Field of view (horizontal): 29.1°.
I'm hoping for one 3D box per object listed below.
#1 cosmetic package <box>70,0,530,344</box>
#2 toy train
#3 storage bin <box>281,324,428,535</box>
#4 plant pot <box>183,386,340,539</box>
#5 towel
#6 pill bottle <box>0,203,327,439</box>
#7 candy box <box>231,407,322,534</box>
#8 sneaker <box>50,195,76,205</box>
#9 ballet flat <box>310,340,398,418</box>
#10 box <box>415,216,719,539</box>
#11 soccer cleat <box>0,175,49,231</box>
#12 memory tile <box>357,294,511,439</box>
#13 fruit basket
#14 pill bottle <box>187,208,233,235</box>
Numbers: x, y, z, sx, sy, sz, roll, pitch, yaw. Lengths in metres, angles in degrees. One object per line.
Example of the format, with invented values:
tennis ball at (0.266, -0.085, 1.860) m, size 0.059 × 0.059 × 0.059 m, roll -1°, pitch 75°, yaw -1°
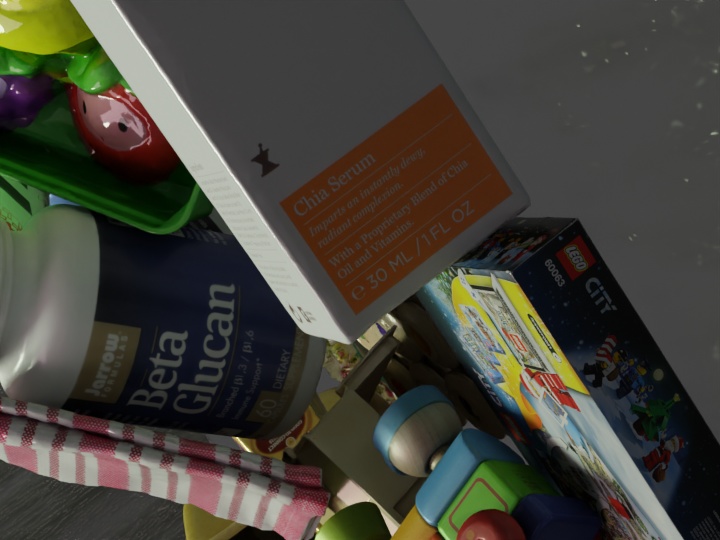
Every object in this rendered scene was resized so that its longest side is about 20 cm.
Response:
cosmetic package at (-0.031, -0.080, 0.565) m, size 0.200 × 0.101 × 0.071 m, roll 55°, pitch 166°, yaw -11°
toy train at (0.016, 0.162, 0.663) m, size 0.085 × 0.200 × 0.116 m, roll 16°, pitch -157°, yaw -49°
storage bin at (0.055, 0.147, 0.805) m, size 0.200 × 0.094 × 0.199 m, roll 42°, pitch 165°, yaw 7°
plant pot at (-0.033, 0.212, 1.156) m, size 0.196 × 0.194 × 0.200 m, roll 58°, pitch 172°, yaw -21°
towel at (-0.115, 0.106, 0.731) m, size 0.199 × 0.030 × 0.146 m, roll 13°, pitch 164°, yaw -1°
pill bottle at (-0.127, 0.026, 0.739) m, size 0.199 × 0.111 × 0.111 m, roll 10°, pitch -172°, yaw -28°
candy box at (-0.037, 0.138, 0.975) m, size 0.200 × 0.056 × 0.117 m, roll 45°, pitch 171°, yaw 16°
sneaker at (-0.197, -0.141, 0.890) m, size 0.078 × 0.070 × 0.201 m, roll 90°, pitch 175°, yaw -74°
ballet flat at (0.005, 0.093, 0.967) m, size 0.200 × 0.064 × 0.076 m, roll 49°, pitch 179°, yaw 19°
box at (0.104, 0.067, 0.616) m, size 0.200 × 0.038 × 0.137 m, roll 56°, pitch 167°, yaw -13°
soccer cleat at (-0.210, -0.035, 0.827) m, size 0.200 × 0.085 × 0.069 m, roll 59°, pitch 142°, yaw 18°
memory tile at (0.029, 0.035, 0.807) m, size 0.153 × 0.017 × 0.200 m, roll 54°, pitch 163°, yaw -13°
fruit basket at (-0.155, -0.121, 0.706) m, size 0.215 × 0.156 × 0.216 m, roll 21°, pitch 176°, yaw 2°
pill bottle at (-0.130, 0.019, 0.900) m, size 0.112 × 0.200 × 0.113 m, roll 45°, pitch 159°, yaw 23°
